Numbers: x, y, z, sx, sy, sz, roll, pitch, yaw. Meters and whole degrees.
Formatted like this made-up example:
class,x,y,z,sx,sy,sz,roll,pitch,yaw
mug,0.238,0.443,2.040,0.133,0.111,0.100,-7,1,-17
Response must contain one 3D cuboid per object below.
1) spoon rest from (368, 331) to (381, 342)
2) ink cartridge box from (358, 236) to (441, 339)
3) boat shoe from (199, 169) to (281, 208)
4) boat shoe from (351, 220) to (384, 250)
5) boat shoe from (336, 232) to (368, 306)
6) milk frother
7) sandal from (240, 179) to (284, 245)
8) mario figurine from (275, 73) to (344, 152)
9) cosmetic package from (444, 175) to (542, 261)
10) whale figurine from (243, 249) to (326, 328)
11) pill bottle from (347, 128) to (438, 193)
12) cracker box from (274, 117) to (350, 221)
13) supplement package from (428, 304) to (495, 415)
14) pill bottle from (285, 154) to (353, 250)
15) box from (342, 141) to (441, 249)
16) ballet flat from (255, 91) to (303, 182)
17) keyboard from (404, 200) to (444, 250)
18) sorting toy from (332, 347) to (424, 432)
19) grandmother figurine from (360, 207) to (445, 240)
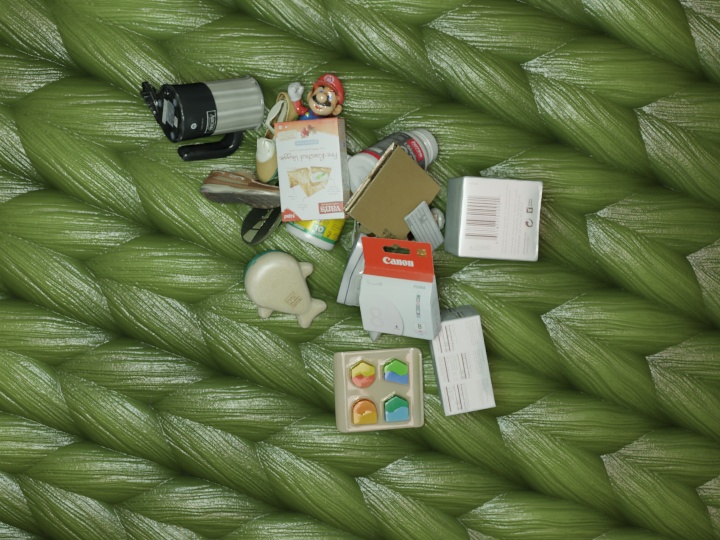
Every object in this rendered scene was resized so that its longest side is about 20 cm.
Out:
class,x,y,z,sx,sy,sz,roll,pitch,yaw
spoon rest,0.076,0.069,1.745,0.061,0.099,0.200,26,86,8
ink cartridge box,0.072,0.038,1.607,0.162,0.057,0.200,7,125,28
boat shoe,-0.244,-0.180,1.687,0.200,0.076,0.072,9,71,15
boat shoe,0.017,-0.086,1.733,0.075,0.068,0.200,-5,96,-2
boat shoe,0.000,0.000,1.706,0.065,0.074,0.200,16,138,-2
milk frother,-0.336,-0.347,1.663,0.188,0.181,0.200,-16,65,-35
sandal,-0.176,-0.130,1.721,0.080,0.057,0.201,35,81,33
mario figurine,-0.100,-0.317,1.652,0.123,0.106,0.200,26,88,-37
cosmetic package,0.273,-0.110,1.676,0.165,0.200,0.165,3,96,-3
whale figurine,-0.166,0.038,1.736,0.159,0.104,0.200,-47,121,2
pill bottle,0.071,-0.224,1.662,0.200,0.111,0.111,-36,98,-38
cracker box,-0.095,-0.201,1.603,0.134,0.058,0.200,-2,99,15
supplement package,0.212,0.189,1.727,0.111,0.156,0.200,-10,96,1
pill bottle,-0.070,-0.154,1.699,0.113,0.113,0.200,25,94,-5
box,0.068,-0.144,1.588,0.021,0.200,0.164,38,93,37
ballet flat,-0.188,-0.288,1.701,0.069,0.063,0.200,22,90,39
keyboard,0.138,-0.085,1.688,0.056,0.200,0.011,-38,63,0
sorting toy,0.041,0.269,1.788,0.200,0.036,0.185,-3,96,-2
grandmother figurine,0.100,-0.114,1.704,0.200,0.061,0.121,1,120,-34
